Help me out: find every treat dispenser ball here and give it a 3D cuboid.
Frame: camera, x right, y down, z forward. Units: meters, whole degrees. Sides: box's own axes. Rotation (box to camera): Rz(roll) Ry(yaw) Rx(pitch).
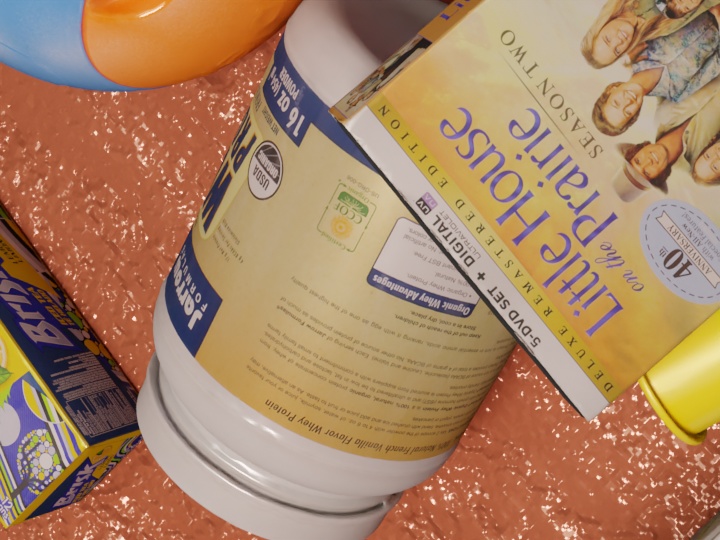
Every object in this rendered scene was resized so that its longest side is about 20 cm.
[{"bbox_3d":[-0.098,-0.173,0.693,0.199,0.200,0.203,3,96,26],"label":"treat dispenser ball"}]

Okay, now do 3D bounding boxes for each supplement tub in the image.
[{"bbox_3d":[0.000,0.000,0.714,0.144,0.144,0.201,37,116,18],"label":"supplement tub"}]

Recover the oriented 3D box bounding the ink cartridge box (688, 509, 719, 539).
[{"bbox_3d":[0.164,0.121,0.648,0.083,0.146,0.200,46,113,13],"label":"ink cartridge box"}]

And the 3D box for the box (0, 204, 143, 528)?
[{"bbox_3d":[-0.193,0.023,0.863,0.070,0.064,0.201,-43,75,23],"label":"box"}]

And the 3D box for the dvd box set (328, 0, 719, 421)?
[{"bbox_3d":[0.109,-0.065,0.605,0.200,0.029,0.147,-40,108,0],"label":"dvd box set"}]

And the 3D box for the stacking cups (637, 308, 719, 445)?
[{"bbox_3d":[0.194,-0.003,0.630,0.199,0.060,0.061,-29,82,24],"label":"stacking cups"}]
